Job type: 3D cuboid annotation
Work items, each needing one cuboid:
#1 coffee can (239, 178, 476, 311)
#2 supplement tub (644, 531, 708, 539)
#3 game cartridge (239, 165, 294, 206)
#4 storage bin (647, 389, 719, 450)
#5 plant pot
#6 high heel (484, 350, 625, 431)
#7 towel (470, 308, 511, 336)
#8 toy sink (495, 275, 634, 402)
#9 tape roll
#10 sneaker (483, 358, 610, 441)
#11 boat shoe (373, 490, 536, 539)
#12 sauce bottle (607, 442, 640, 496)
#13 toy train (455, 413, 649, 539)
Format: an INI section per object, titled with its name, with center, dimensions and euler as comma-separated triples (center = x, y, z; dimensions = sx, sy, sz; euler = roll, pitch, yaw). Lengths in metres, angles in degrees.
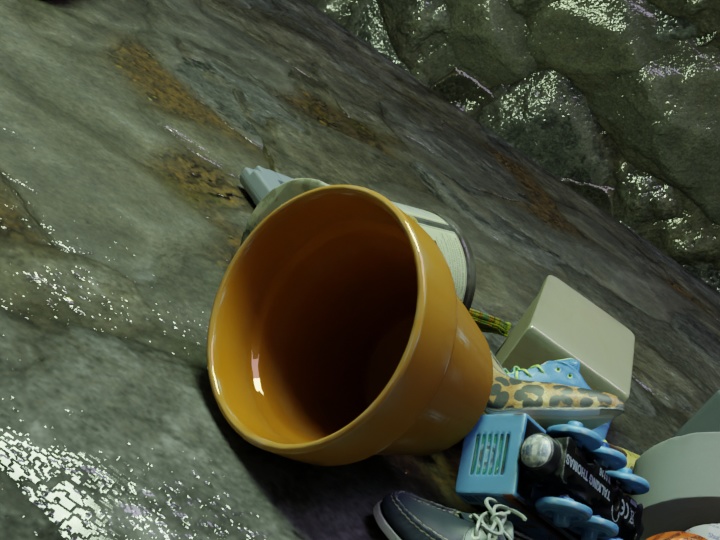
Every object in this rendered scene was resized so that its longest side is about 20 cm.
[coffee can]
center = 0.000, 0.000, 1.049
dimensions = 0.198, 0.147, 0.146
euler = 10, 29, -52
[supplement tub]
center = 0.248, 0.286, 0.804
dimensions = 0.122, 0.123, 0.200
euler = 33, 17, -2
[game cartridge]
center = -0.042, -0.055, 1.302
dimensions = 0.198, 0.042, 0.134
euler = 18, 28, -43
[storage bin]
center = 0.431, 0.238, 1.245
dimensions = 0.144, 0.135, 0.201
euler = 21, 21, -36
[plant pot]
center = 0.011, 0.063, 0.856
dimensions = 0.182, 0.201, 0.201
euler = 31, 14, -49
[high heel]
center = 0.137, 0.078, 0.964
dimensions = 0.072, 0.197, 0.145
euler = 51, 41, -48
[towel]
center = 0.078, 0.043, 1.248
dimensions = 0.198, 0.018, 0.085
euler = 20, -11, -38
[toy sink]
center = 0.225, 0.109, 1.239
dimensions = 0.129, 0.113, 0.200
euler = 35, 22, 3
[tape roll]
center = 0.350, 0.229, 1.013
dimensions = 0.198, 0.200, 0.067
euler = 29, 53, -16
[sneaker]
center = 0.152, 0.120, 1.041
dimensions = 0.198, 0.106, 0.076
euler = 29, -18, 11
[boat shoe]
center = 0.103, 0.214, 0.823
dimensions = 0.198, 0.062, 0.075
euler = 33, 19, -6
[sauce bottle]
center = 0.255, 0.212, 1.111
dimensions = 0.198, 0.067, 0.066
euler = 22, 21, -28
[toy train]
center = 0.166, 0.186, 0.916
dimensions = 0.113, 0.088, 0.200
euler = -4, -31, 36
